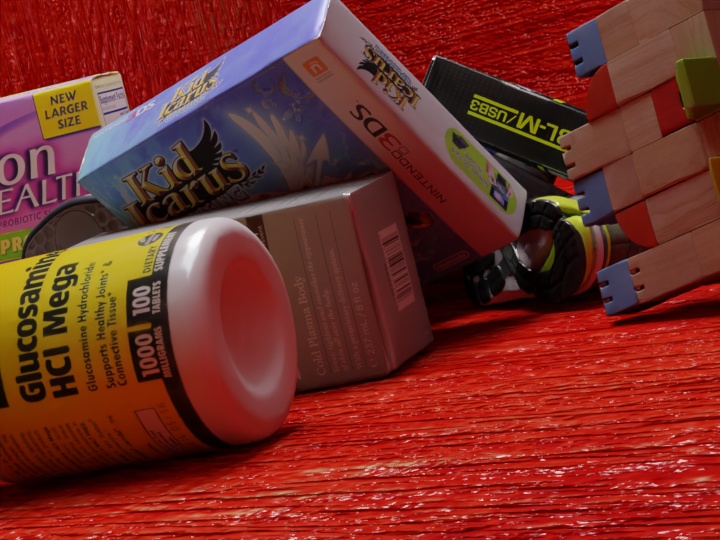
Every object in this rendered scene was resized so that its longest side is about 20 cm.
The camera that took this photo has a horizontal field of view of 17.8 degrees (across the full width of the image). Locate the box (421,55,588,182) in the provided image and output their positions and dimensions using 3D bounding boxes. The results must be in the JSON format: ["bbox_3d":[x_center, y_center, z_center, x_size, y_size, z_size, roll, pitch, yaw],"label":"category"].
[{"bbox_3d":[0.138,-0.080,1.479,0.192,0.048,0.200,24,5,7],"label":"box"}]

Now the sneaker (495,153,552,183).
[{"bbox_3d":[0.108,-0.041,1.743,0.081,0.074,0.200,20,17,24],"label":"sneaker"}]

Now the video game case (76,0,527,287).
[{"bbox_3d":[-0.035,-0.049,1.349,0.199,0.181,0.046,-27,33,33],"label":"video game case"}]

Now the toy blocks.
[{"bbox_3d":[0.165,-0.066,1.211,0.099,0.202,0.136,-7,-12,-38],"label":"toy blocks"}]

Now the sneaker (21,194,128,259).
[{"bbox_3d":[-0.113,-0.037,1.510,0.201,0.077,0.146,-23,-1,28],"label":"sneaker"}]

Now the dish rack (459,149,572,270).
[{"bbox_3d":[0.041,-0.033,1.572,0.199,0.044,0.171,-8,-24,45],"label":"dish rack"}]

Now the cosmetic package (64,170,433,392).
[{"bbox_3d":[-0.069,0.017,1.303,0.198,0.108,0.090,-14,7,21],"label":"cosmetic package"}]

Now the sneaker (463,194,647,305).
[{"bbox_3d":[0.119,-0.014,1.408,0.080,0.075,0.200,-4,7,-21],"label":"sneaker"}]

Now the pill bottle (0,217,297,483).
[{"bbox_3d":[-0.141,0.046,1.157,0.198,0.113,0.112,-12,6,22],"label":"pill bottle"}]

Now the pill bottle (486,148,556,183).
[{"bbox_3d":[0.065,-0.075,1.859,0.199,0.113,0.111,-19,8,-41],"label":"pill bottle"}]

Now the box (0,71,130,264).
[{"bbox_3d":[-0.240,-0.024,1.645,0.174,0.202,0.097,-12,5,8],"label":"box"}]
